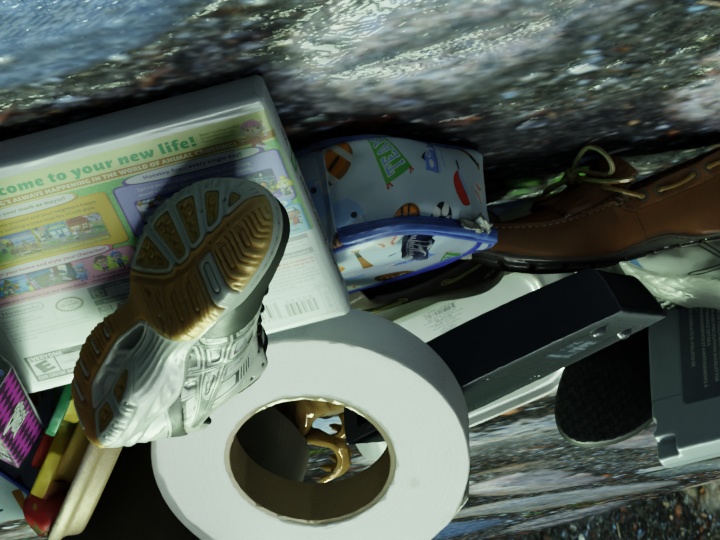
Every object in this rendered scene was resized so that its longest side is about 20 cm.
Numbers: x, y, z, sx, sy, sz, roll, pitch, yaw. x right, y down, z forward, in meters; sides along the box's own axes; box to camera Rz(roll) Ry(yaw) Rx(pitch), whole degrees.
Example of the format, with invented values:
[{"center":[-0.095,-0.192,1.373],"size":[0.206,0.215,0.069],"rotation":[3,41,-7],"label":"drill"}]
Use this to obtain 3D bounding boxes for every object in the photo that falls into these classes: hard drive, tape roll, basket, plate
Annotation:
[{"center":[0.091,0.055,1.355],"size":[0.199,0.043,0.135],"rotation":[-27,168,19],"label":"hard drive"},{"center":[-0.030,0.108,1.301],"size":[0.201,0.037,0.204],"rotation":[1,128,1],"label":"tape roll"},{"center":[-0.123,0.185,1.413],"size":[0.179,0.201,0.136],"rotation":[21,152,12],"label":"basket"},{"center":[0.069,0.055,1.491],"size":[0.198,0.032,0.200],"rotation":[-22,138,4],"label":"plate"}]

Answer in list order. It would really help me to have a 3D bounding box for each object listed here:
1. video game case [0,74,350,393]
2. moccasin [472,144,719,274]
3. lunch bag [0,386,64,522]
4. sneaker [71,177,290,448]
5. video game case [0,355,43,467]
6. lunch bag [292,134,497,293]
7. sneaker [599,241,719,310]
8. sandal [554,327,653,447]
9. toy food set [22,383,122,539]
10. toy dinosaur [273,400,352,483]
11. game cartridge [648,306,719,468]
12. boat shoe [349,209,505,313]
[{"center":[-0.122,-0.015,1.133],"size":[0.198,0.022,0.183],"rotation":[-14,139,7],"label":"video game case"},{"center":[0.160,-0.043,1.330],"size":[0.200,0.078,0.074],"rotation":[-12,-177,-10],"label":"moccasin"},{"center":[-0.309,0.097,1.422],"size":[0.169,0.125,0.200],"rotation":[-16,137,33],"label":"lunch bag"},{"center":[-0.080,0.021,1.122],"size":[0.087,0.076,0.200],"rotation":[2,144,-36],"label":"sneaker"},{"center":[-0.269,0.040,1.184],"size":[0.181,0.036,0.200],"rotation":[31,166,3],"label":"video game case"},{"center":[-0.018,-0.023,1.260],"size":[0.199,0.076,0.160],"rotation":[-16,168,28],"label":"lunch bag"},{"center":[0.221,-0.012,1.432],"size":[0.199,0.073,0.072],"rotation":[13,150,40],"label":"sneaker"},{"center":[0.199,0.052,1.511],"size":[0.075,0.201,0.045],"rotation":[23,149,11],"label":"sandal"},{"center":[-0.162,0.075,1.327],"size":[0.048,0.201,0.198],"rotation":[24,132,-5],"label":"toy food set"},{"center":[-0.033,0.093,1.451],"size":[0.199,0.061,0.106],"rotation":[4,141,46],"label":"toy dinosaur"},{"center":[0.262,0.032,1.441],"size":[0.132,0.201,0.042],"rotation":[-14,144,24],"label":"game cartridge"},{"center":[0.000,0.000,1.383],"size":[0.198,0.072,0.060],"rotation":[-12,159,0],"label":"boat shoe"}]
